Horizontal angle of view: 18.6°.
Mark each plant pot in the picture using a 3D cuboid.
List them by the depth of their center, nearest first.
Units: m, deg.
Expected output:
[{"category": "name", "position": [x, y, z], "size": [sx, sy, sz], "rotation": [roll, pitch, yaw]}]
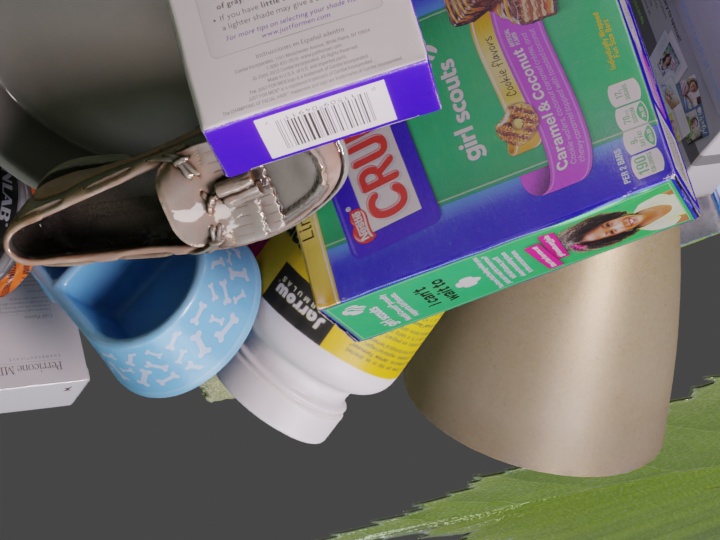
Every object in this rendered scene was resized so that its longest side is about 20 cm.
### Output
[{"category": "plant pot", "position": [0.142, 0.004, 1.487], "size": [0.186, 0.187, 0.201], "rotation": [-3, 119, -31]}]

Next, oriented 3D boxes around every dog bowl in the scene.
[{"category": "dog bowl", "position": [-0.143, -0.010, 1.321], "size": [0.112, 0.200, 0.050], "rotation": [-46, 140, 1]}]

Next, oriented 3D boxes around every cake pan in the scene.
[{"category": "cake pan", "position": [-0.136, -0.112, 1.163], "size": [0.199, 0.037, 0.201], "rotation": [12, 135, 12]}]

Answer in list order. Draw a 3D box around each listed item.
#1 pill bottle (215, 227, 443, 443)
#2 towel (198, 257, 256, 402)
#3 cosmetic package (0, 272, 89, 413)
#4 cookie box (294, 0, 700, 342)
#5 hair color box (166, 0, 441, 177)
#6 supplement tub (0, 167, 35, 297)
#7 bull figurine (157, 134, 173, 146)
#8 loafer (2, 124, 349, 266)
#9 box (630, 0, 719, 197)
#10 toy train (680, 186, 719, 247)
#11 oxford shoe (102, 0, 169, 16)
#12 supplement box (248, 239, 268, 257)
[{"category": "pill bottle", "position": [0.000, 0.000, 1.318], "size": [0.200, 0.112, 0.112], "rotation": [-55, 148, 12]}, {"category": "towel", "position": [-0.048, 0.034, 1.463], "size": [0.147, 0.037, 0.200], "rotation": [-14, 158, -7]}, {"category": "cosmetic package", "position": [-0.282, 0.018, 1.371], "size": [0.199, 0.152, 0.052], "rotation": [-5, 157, -26]}, {"category": "cookie box", "position": [0.057, -0.077, 1.170], "size": [0.199, 0.172, 0.075], "rotation": [-21, 156, 13]}, {"category": "hair color box", "position": [-0.042, -0.157, 1.030], "size": [0.109, 0.201, 0.065], "rotation": [-17, 161, 3]}, {"category": "supplement tub", "position": [-0.275, -0.046, 1.255], "size": [0.122, 0.123, 0.200], "rotation": [-24, 158, 22]}, {"category": "bull figurine", "position": [-0.113, -0.089, 1.301], "size": [0.199, 0.121, 0.065], "rotation": [-10, 130, -37]}, {"category": "loafer", "position": [-0.099, -0.033, 1.142], "size": [0.199, 0.072, 0.063], "rotation": [-11, -159, 33]}, {"category": "box", "position": [0.203, -0.154, 1.282], "size": [0.041, 0.157, 0.200], "rotation": [-10, 158, -20]}, {"category": "toy train", "position": [0.265, -0.079, 1.567], "size": [0.199, 0.087, 0.114], "rotation": [-20, -163, 10]}, {"category": "oxford shoe", "position": [-0.087, -0.145, 1.242], "size": [0.073, 0.072, 0.200], "rotation": [-4, 161, 26]}, {"category": "supplement box", "position": [-0.101, -0.022, 1.472], "size": [0.101, 0.104, 0.200], "rotation": [-28, 155, 28]}]
